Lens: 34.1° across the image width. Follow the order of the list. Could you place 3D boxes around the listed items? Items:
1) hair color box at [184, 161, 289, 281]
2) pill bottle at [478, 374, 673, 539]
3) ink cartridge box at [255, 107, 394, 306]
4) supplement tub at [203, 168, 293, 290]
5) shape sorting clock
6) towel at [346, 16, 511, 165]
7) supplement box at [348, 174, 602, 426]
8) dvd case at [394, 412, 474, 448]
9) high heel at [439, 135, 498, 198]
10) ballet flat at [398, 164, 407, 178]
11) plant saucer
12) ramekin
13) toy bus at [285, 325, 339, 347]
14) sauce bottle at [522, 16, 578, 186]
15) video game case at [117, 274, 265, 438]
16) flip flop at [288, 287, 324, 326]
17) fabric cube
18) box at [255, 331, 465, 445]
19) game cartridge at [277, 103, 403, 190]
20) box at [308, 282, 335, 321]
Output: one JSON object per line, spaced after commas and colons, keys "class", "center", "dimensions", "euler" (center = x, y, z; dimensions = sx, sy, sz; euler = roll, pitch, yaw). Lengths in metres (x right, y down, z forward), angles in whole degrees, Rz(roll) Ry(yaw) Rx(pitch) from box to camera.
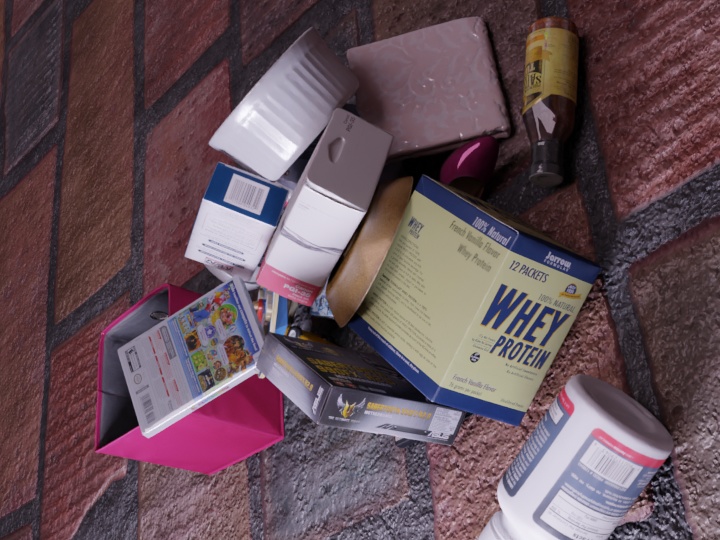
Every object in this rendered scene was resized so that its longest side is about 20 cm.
{"class": "hair color box", "center": [-0.165, -0.061, 1.541], "dimensions": [0.200, 0.100, 0.061], "euler": [126, 164, -64]}
{"class": "pill bottle", "center": [0.207, 0.216, 1.168], "dimensions": [0.200, 0.119, 0.120], "euler": [-58, 38, 16]}
{"class": "ink cartridge box", "center": [-0.045, -0.075, 1.432], "dimensions": [0.200, 0.083, 0.147], "euler": [-58, 9, 49]}
{"class": "supplement tub", "center": [-0.139, -0.081, 1.725], "dimensions": [0.200, 0.140, 0.141], "euler": [-47, 42, 27]}
{"class": "shape sorting clock", "center": [-0.129, 0.048, 1.612], "dimensions": [0.200, 0.039, 0.201], "euler": [-177, 90, -79]}
{"class": "towel", "center": [0.086, -0.232, 1.523], "dimensions": [0.190, 0.032, 0.200], "euler": [-14, 57, 8]}
{"class": "supplement box", "center": [0.122, 0.031, 1.314], "dimensions": [0.200, 0.134, 0.200], "euler": [38, 105, 53]}
{"class": "dvd case", "center": [0.107, 0.117, 1.424], "dimensions": [0.200, 0.018, 0.143], "euler": [-32, 50, 39]}
{"class": "high heel", "center": [0.122, -0.069, 1.450], "dimensions": [0.096, 0.067, 0.200], "euler": [-104, 34, -47]}
{"class": "ballet flat", "center": [0.028, -0.145, 1.603], "dimensions": [0.072, 0.072, 0.201], "euler": [-21, 59, 46]}
{"class": "plant saucer", "center": [0.004, -0.030, 1.405], "dimensions": [0.201, 0.035, 0.200], "euler": [-63, 7, 13]}
{"class": "ramekin", "center": [-0.092, -0.204, 1.497], "dimensions": [0.201, 0.098, 0.200], "euler": [-47, 8, 8]}
{"class": "toy bus", "center": [-0.041, 0.137, 1.565], "dimensions": [0.200, 0.065, 0.078], "euler": [25, 96, 53]}
{"class": "sauce bottle", "center": [0.223, -0.199, 1.382], "dimensions": [0.066, 0.066, 0.201], "euler": [-18, 59, 47]}
{"class": "video game case", "center": [-0.220, 0.112, 1.546], "dimensions": [0.200, 0.018, 0.143], "euler": [-32, 55, 9]}
{"class": "flip flop", "center": [-0.078, 0.016, 1.614], "dimensions": [0.200, 0.057, 0.081], "euler": [110, 160, -56]}
{"class": "fabric cube", "center": [-0.247, 0.163, 1.704], "dimensions": [0.196, 0.199, 0.200], "euler": [-33, 50, 40]}
{"class": "box", "center": [0.000, 0.138, 1.369], "dimensions": [0.158, 0.200, 0.048], "euler": [34, 105, 54]}
{"class": "game cartridge", "center": [-0.029, -0.160, 1.578], "dimensions": [0.200, 0.040, 0.134], "euler": [10, 68, 31]}
{"class": "box", "center": [0.000, 0.000, 1.561], "dimensions": [0.200, 0.040, 0.137], "euler": [-2, 73, 66]}
